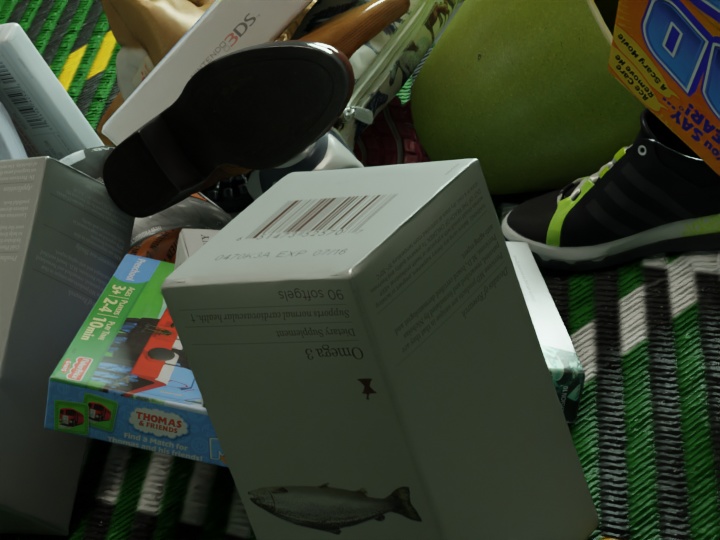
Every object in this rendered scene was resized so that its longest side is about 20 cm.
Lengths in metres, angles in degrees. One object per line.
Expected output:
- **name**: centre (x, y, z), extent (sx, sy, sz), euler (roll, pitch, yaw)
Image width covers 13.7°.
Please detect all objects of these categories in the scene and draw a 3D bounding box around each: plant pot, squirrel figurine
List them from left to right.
- **squirrel figurine**: centre (-0.070, -0.153, 2.161), extent (0.186, 0.142, 0.200), euler (-22, 32, -34)
- **plant pot**: centre (0.129, -0.126, 1.827), extent (0.200, 0.187, 0.187), euler (-31, 9, 41)

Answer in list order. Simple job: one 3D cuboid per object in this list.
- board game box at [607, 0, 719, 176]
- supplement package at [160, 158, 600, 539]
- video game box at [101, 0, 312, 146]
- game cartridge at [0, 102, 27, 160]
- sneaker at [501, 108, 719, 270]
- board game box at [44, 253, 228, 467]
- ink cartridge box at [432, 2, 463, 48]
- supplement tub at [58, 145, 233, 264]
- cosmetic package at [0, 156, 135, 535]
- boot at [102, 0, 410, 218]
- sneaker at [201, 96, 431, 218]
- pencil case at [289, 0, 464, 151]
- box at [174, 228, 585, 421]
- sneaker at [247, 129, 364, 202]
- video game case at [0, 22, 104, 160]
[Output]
- **board game box**: centre (0.279, -0.154, 1.589), extent (0.199, 0.200, 0.200), euler (-30, 59, -24)
- **supplement package**: centre (0.012, 0.064, 1.401), extent (0.116, 0.201, 0.117), euler (-4, 26, 37)
- **video game box**: centre (-0.069, -0.157, 1.852), extent (0.200, 0.047, 0.182), euler (-46, 3, 10)
- **game cartridge**: centre (-0.270, -0.034, 1.916), extent (0.132, 0.201, 0.042), euler (-15, 6, 9)
- **sneaker**: centre (0.168, -0.057, 1.722), extent (0.199, 0.083, 0.072), euler (-8, 23, 30)
- **board game box**: centre (-0.051, 0.056, 1.598), extent (0.199, 0.037, 0.151), euler (12, 27, 6)
- **ink cartridge box**: centre (0.138, -0.209, 2.040), extent (0.200, 0.147, 0.083), euler (-32, 22, -30)
- **supplement tub**: centre (-0.131, 0.003, 1.798), extent (0.122, 0.123, 0.200), euler (-25, 21, -12)
- **cosmetic package**: centre (-0.204, 0.044, 1.674), extent (0.106, 0.090, 0.201), euler (-1, 73, 39)
- **boot**: centre (-0.027, -0.107, 1.688), extent (0.188, 0.069, 0.200), euler (-36, -1, 43)
- **sneaker**: centre (-0.025, -0.060, 1.932), extent (0.199, 0.075, 0.081), euler (-3, 57, 11)
- **pencil case**: centre (0.004, -0.142, 1.890), extent (0.089, 0.078, 0.200), euler (7, 49, 39)
- **box**: centre (0.007, 0.027, 1.592), extent (0.199, 0.037, 0.145), euler (1, 28, -12)
- **sneaker**: centre (0.000, 0.000, 1.763), extent (0.079, 0.130, 0.199), euler (-35, -15, -14)
- **video game case**: centre (-0.249, -0.077, 2.002), extent (0.181, 0.200, 0.023), euler (-6, 44, 34)
